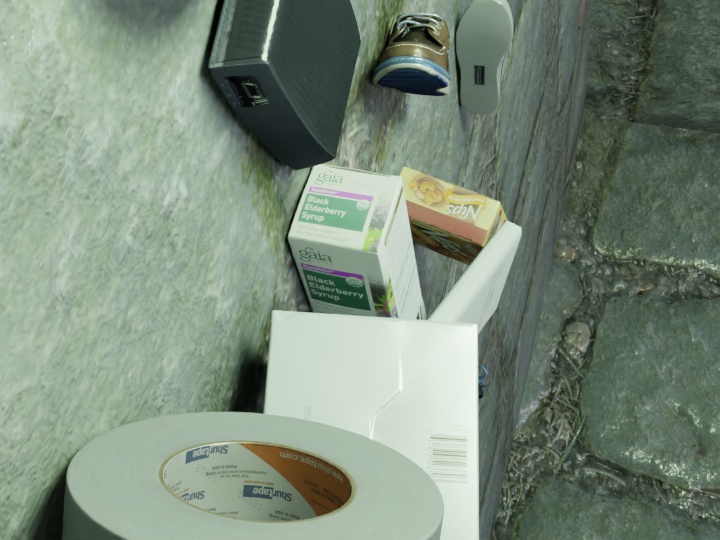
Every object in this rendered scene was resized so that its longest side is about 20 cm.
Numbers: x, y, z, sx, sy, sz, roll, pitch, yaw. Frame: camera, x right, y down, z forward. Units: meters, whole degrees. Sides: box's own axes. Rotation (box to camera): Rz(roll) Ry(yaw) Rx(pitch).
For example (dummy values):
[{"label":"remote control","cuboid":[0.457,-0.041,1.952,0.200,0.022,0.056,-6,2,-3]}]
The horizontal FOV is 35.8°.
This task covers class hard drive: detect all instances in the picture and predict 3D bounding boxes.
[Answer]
[{"label":"hard drive","cuboid":[0.103,0.052,1.155,0.200,0.026,0.132,-48,158,-43]},{"label":"hard drive","cuboid":[-0.044,-0.155,0.775,0.200,0.042,0.136,47,53,-72]}]

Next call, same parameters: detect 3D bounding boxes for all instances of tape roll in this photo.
[{"label":"tape roll","cuboid":[-0.058,0.141,0.597,0.200,0.199,0.066,-34,133,-71]}]

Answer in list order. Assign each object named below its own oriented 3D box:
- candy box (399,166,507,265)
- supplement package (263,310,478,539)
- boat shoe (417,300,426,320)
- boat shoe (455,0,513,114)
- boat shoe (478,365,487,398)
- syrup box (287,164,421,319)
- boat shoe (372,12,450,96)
[{"label":"candy box","cuboid":[0.108,-0.052,1.268,0.056,0.115,0.200,-67,165,-5]},{"label":"supplement package","cuboid":[0.003,0.146,0.815,0.111,0.155,0.201,101,-7,-65]},{"label":"boat shoe","cuboid":[0.017,0.103,1.144,0.066,0.070,0.201,25,82,-77]},{"label":"boat shoe","cuboid":[0.164,-0.291,1.442,0.200,0.072,0.066,80,20,-55]},{"label":"boat shoe","cuboid":[0.160,0.189,1.730,0.084,0.068,0.201,46,55,-72]},{"label":"syrup box","cuboid":[0.000,0.000,0.973,0.200,0.078,0.082,76,28,-58]},{"label":"boat shoe","cuboid":[0.052,-0.212,1.077,0.200,0.072,0.073,-44,138,-82]}]
